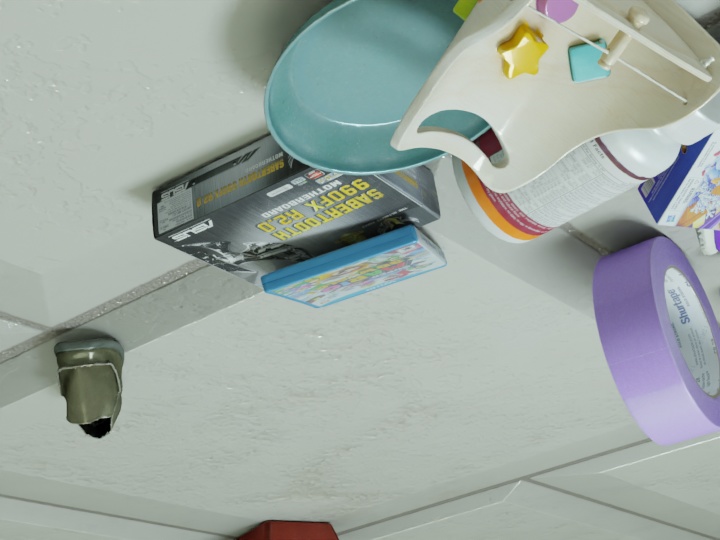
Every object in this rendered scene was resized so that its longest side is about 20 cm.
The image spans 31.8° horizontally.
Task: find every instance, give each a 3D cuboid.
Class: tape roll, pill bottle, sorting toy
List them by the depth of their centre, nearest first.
[{"bbox_3d":[0.111,-0.131,0.840,0.199,0.107,0.180,18,124,-42],"label":"sorting toy"},{"bbox_3d":[0.174,-0.107,0.968,0.109,0.111,0.199,17,146,-41],"label":"pill bottle"},{"bbox_3d":[0.307,0.070,1.274,0.065,0.202,0.200,-21,152,28],"label":"tape roll"}]

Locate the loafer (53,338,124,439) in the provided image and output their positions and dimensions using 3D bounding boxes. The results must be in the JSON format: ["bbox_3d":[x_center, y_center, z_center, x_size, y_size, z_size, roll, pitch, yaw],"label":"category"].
[{"bbox_3d":[-0.293,0.132,1.394,0.074,0.070,0.200,-5,155,-4],"label":"loafer"}]

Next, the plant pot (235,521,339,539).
[{"bbox_3d":[-0.125,0.536,2.172,0.198,0.178,0.200,9,151,-30],"label":"plant pot"}]

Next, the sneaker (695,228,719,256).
[{"bbox_3d":[0.341,-0.077,1.128,0.098,0.070,0.200,-16,154,13],"label":"sneaker"}]

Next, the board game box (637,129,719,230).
[{"bbox_3d":[0.323,-0.119,0.989,0.133,0.045,0.201,3,134,-22],"label":"board game box"}]

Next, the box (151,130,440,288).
[{"bbox_3d":[-0.055,-0.056,1.086,0.198,0.049,0.158,-21,151,27],"label":"box"}]

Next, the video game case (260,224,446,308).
[{"bbox_3d":[0.000,0.000,1.172,0.142,0.018,0.200,-19,171,9],"label":"video game case"}]

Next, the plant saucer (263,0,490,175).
[{"bbox_3d":[0.024,-0.145,0.908,0.198,0.036,0.201,-12,148,-7],"label":"plant saucer"}]
